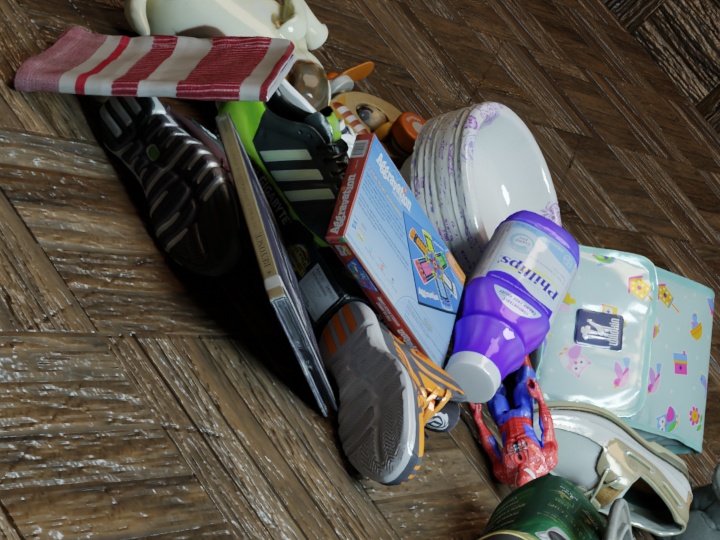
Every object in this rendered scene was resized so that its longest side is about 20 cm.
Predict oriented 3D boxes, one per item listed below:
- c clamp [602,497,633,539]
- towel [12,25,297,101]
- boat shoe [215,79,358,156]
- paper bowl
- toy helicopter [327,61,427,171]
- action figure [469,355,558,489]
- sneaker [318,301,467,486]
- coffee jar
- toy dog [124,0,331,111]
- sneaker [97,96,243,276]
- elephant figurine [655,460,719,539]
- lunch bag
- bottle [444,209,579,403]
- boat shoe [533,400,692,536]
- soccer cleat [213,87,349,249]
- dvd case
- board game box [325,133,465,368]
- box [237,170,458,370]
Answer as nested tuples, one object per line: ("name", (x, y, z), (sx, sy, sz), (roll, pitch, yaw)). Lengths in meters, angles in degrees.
("c clamp", (0.189, 0.269, 1.351), (0.171, 0.027, 0.200), (4, 84, -72))
("towel", (-0.159, -0.164, 1.477), (0.200, 0.023, 0.144), (3, 22, 7))
("boat shoe", (-0.031, -0.100, 1.591), (0.200, 0.065, 0.074), (40, 20, -10))
("paper bowl", (0.107, -0.055, 1.790), (0.201, 0.104, 0.201), (31, 53, -53))
("toy helicopter", (-0.027, -0.159, 1.845), (0.200, 0.079, 0.132), (12, 43, -36))
("action figure", (0.131, 0.124, 1.607), (0.200, 0.065, 0.052), (-98, 164, -51))
("sneaker", (0.040, 0.107, 1.447), (0.112, 0.078, 0.200), (33, 23, -29))
("coffee jar", (0.125, 0.226, 1.371), (0.104, 0.085, 0.200), (55, 20, 3))
("toy dog", (-0.103, -0.199, 1.675), (0.200, 0.140, 0.194), (51, 21, 9))
("sneaker", (-0.121, -0.067, 1.475), (0.116, 0.076, 0.200), (23, 29, -53))
("elephant figurine", (0.377, 0.206, 1.738), (0.155, 0.200, 0.142), (53, 21, 18))
("lunch bag", (0.236, 0.075, 1.757), (0.200, 0.122, 0.170), (24, 68, -40))
("bottle", (0.127, 0.033, 1.621), (0.084, 0.065, 0.200), (34, 46, -2))
("boat shoe", (0.221, 0.178, 1.669), (0.200, 0.075, 0.068), (23, 39, -25))
("soccer cleat", (-0.034, -0.083, 1.530), (0.200, 0.081, 0.068), (46, 22, 2))
("dvd case", (-0.065, -0.005, 1.427), (0.149, 0.016, 0.200), (68, 1, -48))
("board game box", (0.032, -0.010, 1.517), (0.200, 0.019, 0.103), (55, 43, -45))
("box", (0.000, 0.000, 1.620), (0.200, 0.046, 0.159), (20, 32, -50))
